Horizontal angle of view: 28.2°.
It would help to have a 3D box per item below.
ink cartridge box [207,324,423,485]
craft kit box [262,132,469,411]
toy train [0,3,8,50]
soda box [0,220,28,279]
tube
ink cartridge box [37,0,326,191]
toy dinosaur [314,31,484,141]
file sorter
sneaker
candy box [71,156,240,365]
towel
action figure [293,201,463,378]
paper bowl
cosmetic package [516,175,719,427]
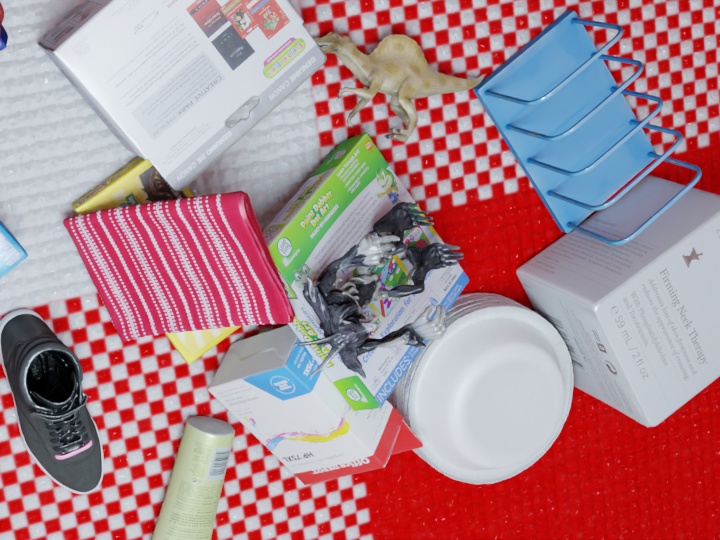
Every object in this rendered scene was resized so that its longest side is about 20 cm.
[{"bbox_3d":[-0.042,0.148,1.450,0.200,0.116,0.067,48,45,-25],"label":"ink cartridge box"},{"bbox_3d":[0.000,0.000,1.415,0.198,0.048,0.200,56,48,-21],"label":"craft kit box"},{"bbox_3d":[-0.398,-0.256,1.223,0.116,0.085,0.200,-29,114,0],"label":"toy train"},{"bbox_3d":[-0.401,0.021,1.294,0.200,0.068,0.064,-41,116,-9],"label":"soda box"},{"bbox_3d":[-0.177,0.248,1.466,0.058,0.052,0.200,18,102,15],"label":"tube"},{"bbox_3d":[-0.162,-0.203,1.330,0.200,0.084,0.176,-42,115,-8],"label":"ink cartridge box"},{"bbox_3d":[0.045,-0.183,1.435,0.200,0.058,0.101,12,87,-25],"label":"toy dinosaur"},{"bbox_3d":[0.244,-0.147,1.500,0.139,0.123,0.200,-40,115,-10],"label":"file sorter"},{"bbox_3d":[-0.286,0.140,1.358,0.071,0.099,0.200,-24,113,-18],"label":"sneaker"},{"bbox_3d":[-0.184,-0.013,1.403,0.102,0.026,0.200,-36,114,-7],"label":"candy box"},{"bbox_3d":[-0.168,0.000,1.336,0.200,0.022,0.145,-7,121,25],"label":"towel"},{"bbox_3d":[0.020,0.017,1.333,0.119,0.102,0.200,56,45,-19],"label":"action figure"},{"bbox_3d":[0.137,0.131,1.537,0.200,0.104,0.201,-6,107,-21],"label":"paper bowl"},{"bbox_3d":[0.313,0.028,1.551,0.200,0.166,0.167,-35,114,-13],"label":"cosmetic package"}]
